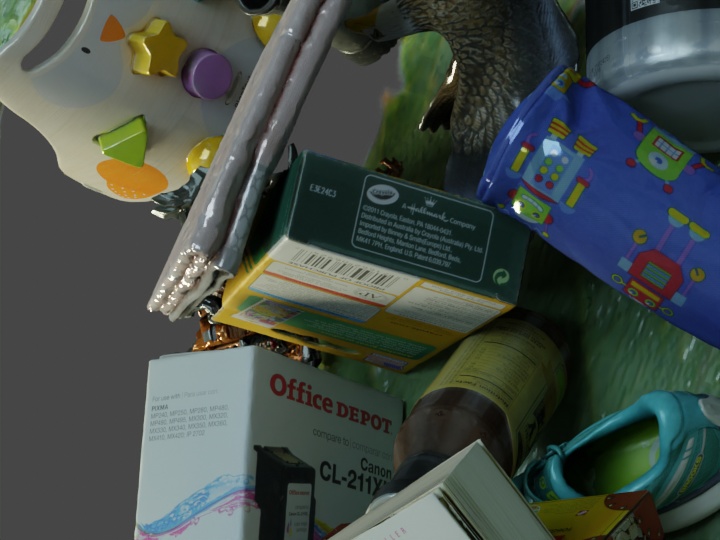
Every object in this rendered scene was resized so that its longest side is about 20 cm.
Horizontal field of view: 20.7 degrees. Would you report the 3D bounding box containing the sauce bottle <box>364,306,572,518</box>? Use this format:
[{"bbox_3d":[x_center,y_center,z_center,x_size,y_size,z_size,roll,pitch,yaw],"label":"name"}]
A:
[{"bbox_3d":[0.054,0.085,1.014,0.064,0.200,0.065,10,117,20],"label":"sauce bottle"}]

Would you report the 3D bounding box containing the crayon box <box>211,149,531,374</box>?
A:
[{"bbox_3d":[0.000,0.000,1.071,0.200,0.125,0.052,139,145,-69],"label":"crayon box"}]

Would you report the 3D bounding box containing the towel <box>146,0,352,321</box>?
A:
[{"bbox_3d":[-0.057,-0.071,1.081,0.192,0.032,0.200,-67,8,-13],"label":"towel"}]

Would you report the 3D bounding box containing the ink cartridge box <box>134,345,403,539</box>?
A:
[{"bbox_3d":[-0.051,0.156,1.105,0.082,0.145,0.202,-9,70,36],"label":"ink cartridge box"}]

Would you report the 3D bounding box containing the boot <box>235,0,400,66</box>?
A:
[{"bbox_3d":[-0.041,-0.231,1.239,0.067,0.130,0.202,-31,57,28],"label":"boot"}]

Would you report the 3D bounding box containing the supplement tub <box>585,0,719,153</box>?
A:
[{"bbox_3d":[0.178,-0.174,1.039,0.122,0.122,0.202,-12,68,37],"label":"supplement tub"}]

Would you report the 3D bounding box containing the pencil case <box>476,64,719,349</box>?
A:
[{"bbox_3d":[0.157,-0.022,0.969,0.087,0.199,0.078,-54,-6,-39],"label":"pencil case"}]

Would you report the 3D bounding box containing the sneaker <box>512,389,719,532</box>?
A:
[{"bbox_3d":[0.105,0.118,1.030,0.200,0.079,0.078,-38,54,25],"label":"sneaker"}]

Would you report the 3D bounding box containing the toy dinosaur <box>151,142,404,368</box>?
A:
[{"bbox_3d":[-0.048,-0.001,1.214,0.199,0.102,0.136,-33,70,6],"label":"toy dinosaur"}]

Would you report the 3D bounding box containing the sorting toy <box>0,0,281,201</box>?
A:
[{"bbox_3d":[-0.154,-0.150,1.275,0.106,0.179,0.202,24,92,42],"label":"sorting toy"}]

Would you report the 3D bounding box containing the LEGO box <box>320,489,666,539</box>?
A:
[{"bbox_3d":[0.069,0.202,0.990,0.199,0.077,0.150,-12,102,37],"label":"LEGO box"}]

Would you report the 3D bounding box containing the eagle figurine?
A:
[{"bbox_3d":[0.065,-0.132,1.071,0.150,0.201,0.152,17,55,44],"label":"eagle figurine"}]

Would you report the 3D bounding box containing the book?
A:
[{"bbox_3d":[0.064,0.194,0.912,0.201,0.048,0.133,51,130,-2],"label":"book"}]
